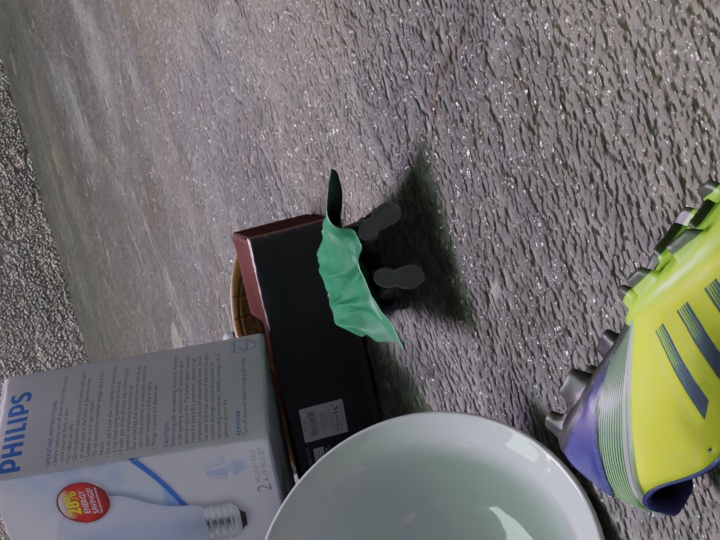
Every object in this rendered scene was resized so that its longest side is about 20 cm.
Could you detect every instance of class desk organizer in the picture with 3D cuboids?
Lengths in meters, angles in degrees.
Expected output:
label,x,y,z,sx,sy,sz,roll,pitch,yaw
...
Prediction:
label,x,y,z,sx,sy,sz,roll,pitch,yaw
desk organizer,-0.040,0.061,1.134,0.077,0.071,0.202,-160,57,-72

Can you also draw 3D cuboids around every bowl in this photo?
label,x,y,z,sx,sy,sz,roll,pitch,yaw
bowl,0.047,0.188,0.817,0.202,0.200,0.091,62,-178,35

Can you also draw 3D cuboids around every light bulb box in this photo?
label,x,y,z,sx,sy,sz,roll,pitch,yaw
light bulb box,-0.150,0.174,1.085,0.125,0.198,0.200,-99,-1,-57

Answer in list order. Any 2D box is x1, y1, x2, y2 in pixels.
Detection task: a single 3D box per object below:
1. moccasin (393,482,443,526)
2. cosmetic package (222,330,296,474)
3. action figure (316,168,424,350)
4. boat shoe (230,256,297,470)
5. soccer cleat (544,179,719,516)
label,x,y,z,sx,sy,sz,roll,pitch,yaw
moccasin,0.057,0.189,0.956,0.068,0.080,0.201,57,170,33
cosmetic package,-0.090,0.127,1.352,0.200,0.073,0.102,120,132,-64
action figure,0.000,0.000,0.982,0.200,0.054,0.119,145,107,-79
boat shoe,-0.066,0.078,1.228,0.069,0.070,0.202,124,132,-76
soccer cleat,0.139,0.035,0.590,0.084,0.065,0.201,37,146,14
